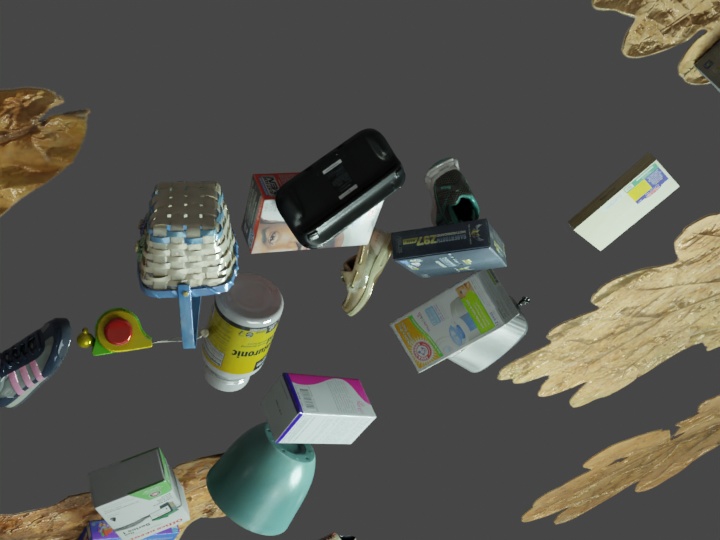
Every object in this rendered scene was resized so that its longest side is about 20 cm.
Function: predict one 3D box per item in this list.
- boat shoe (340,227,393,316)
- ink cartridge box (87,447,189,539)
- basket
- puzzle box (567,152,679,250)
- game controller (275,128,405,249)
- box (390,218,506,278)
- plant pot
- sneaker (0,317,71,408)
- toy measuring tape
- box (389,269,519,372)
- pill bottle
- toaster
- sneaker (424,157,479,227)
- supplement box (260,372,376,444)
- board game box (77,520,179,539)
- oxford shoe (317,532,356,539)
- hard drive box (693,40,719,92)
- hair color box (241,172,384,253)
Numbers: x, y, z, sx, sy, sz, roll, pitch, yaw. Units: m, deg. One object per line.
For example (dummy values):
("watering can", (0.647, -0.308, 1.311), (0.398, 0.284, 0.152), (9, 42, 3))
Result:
("boat shoe", (0.000, 0.000, 1.396), (0.065, 0.072, 0.200), (24, 136, -3))
("ink cartridge box", (-0.441, 0.458, 1.639), (0.146, 0.084, 0.200), (-20, 142, -9))
("basket", (-0.241, -0.016, 1.142), (0.139, 0.176, 0.200), (-5, 126, -5))
("puzzle box", (0.513, -0.130, 1.583), (0.200, 0.025, 0.133), (-42, 140, 19))
("game controller", (-0.026, -0.121, 1.181), (0.200, 0.104, 0.042), (-38, -174, -19))
("box", (0.152, -0.033, 1.355), (0.157, 0.051, 0.200), (-9, 169, 16))
("plant pot", (-0.186, 0.406, 1.654), (0.200, 0.201, 0.161), (21, 110, -45))
("sneaker", (-0.518, 0.140, 1.231), (0.200, 0.070, 0.082), (-45, 143, 19))
("toy measuring tape", (-0.341, 0.086, 1.273), (0.200, 0.074, 0.074), (-8, 139, -19))
("box", (0.174, 0.091, 1.510), (0.200, 0.113, 0.101), (-32, 174, 26))
("pill bottle", (-0.204, 0.109, 1.354), (0.111, 0.111, 0.200), (-4, 138, -28))
("toaster", (0.238, 0.110, 1.625), (0.129, 0.114, 0.200), (23, 124, -43))
("sneaker", (0.162, -0.094, 1.354), (0.077, 0.091, 0.200), (-30, 144, 0))
("supplement box", (-0.084, 0.280, 1.636), (0.200, 0.101, 0.103), (11, 129, -39))
("board game box", (-0.520, 0.601, 1.793), (0.200, 0.045, 0.135), (9, 130, -38))
("oxford shoe", (-0.097, 0.748, 2.226), (0.200, 0.070, 0.075), (18, 98, -42))
("hard drive box", (0.690, -0.370, 1.367), (0.156, 0.077, 0.200), (17, 124, -44))
("hair color box", (-0.072, -0.091, 1.239), (0.200, 0.064, 0.111), (-5, 138, -25))
